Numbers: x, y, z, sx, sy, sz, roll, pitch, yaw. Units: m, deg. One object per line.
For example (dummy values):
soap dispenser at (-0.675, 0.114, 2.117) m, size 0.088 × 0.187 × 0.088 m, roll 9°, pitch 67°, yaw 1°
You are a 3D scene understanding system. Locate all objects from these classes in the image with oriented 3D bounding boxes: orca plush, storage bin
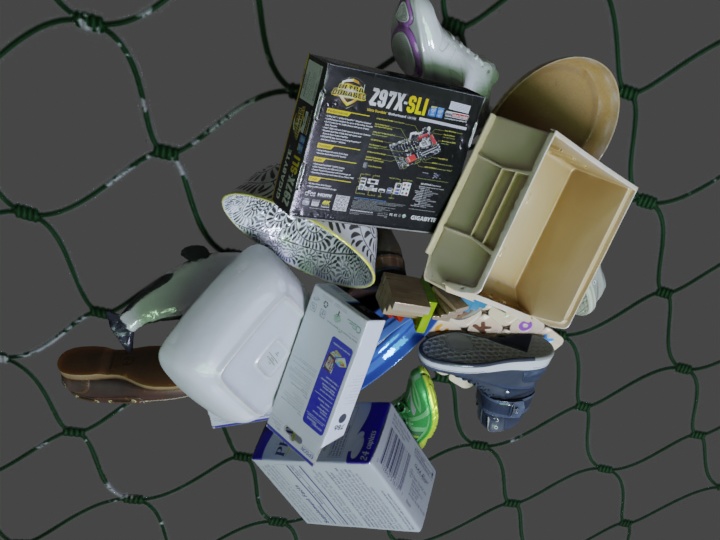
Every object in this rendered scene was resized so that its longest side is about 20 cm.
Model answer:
orca plush at (-0.214, 0.040, 1.254) m, size 0.200 × 0.105 × 0.071 m, roll -39°, pitch 169°, yaw -5°
storage bin at (0.190, -0.046, 1.116) m, size 0.199 × 0.093 × 0.200 m, roll 19°, pitch 98°, yaw -49°

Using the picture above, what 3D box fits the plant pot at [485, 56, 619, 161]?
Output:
plant pot at (0.218, -0.164, 1.170) m, size 0.198 × 0.028 × 0.201 m, roll -18°, pitch 133°, yaw -20°

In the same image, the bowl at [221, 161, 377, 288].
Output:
bowl at (-0.054, -0.071, 1.158) m, size 0.199 × 0.095 × 0.201 m, roll 25°, pitch 162°, yaw 8°

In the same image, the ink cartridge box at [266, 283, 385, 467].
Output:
ink cartridge box at (-0.045, 0.126, 1.204) m, size 0.039 × 0.099 × 0.201 m, roll 2°, pitch 115°, yaw -49°

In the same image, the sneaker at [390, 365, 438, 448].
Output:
sneaker at (0.061, 0.224, 1.460) m, size 0.083 × 0.074 × 0.201 m, roll 2°, pitch 129°, yaw -18°

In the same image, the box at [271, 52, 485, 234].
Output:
box at (0.020, -0.127, 1.039) m, size 0.198 × 0.049 × 0.161 m, roll 4°, pitch 110°, yaw -32°

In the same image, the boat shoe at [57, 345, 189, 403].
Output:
boat shoe at (-0.298, 0.142, 1.309) m, size 0.198 × 0.071 × 0.071 m, roll 4°, pitch 133°, yaw 13°

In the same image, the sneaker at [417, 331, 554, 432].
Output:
sneaker at (0.163, 0.163, 1.408) m, size 0.200 × 0.077 × 0.147 m, roll 4°, pitch 126°, yaw -18°

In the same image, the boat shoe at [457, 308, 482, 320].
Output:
boat shoe at (0.158, -0.026, 1.279) m, size 0.071 × 0.076 × 0.201 m, roll 23°, pitch 113°, yaw -23°

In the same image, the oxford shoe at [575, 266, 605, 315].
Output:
oxford shoe at (0.283, -0.033, 1.307) m, size 0.058 × 0.075 × 0.201 m, roll -42°, pitch 129°, yaw -31°

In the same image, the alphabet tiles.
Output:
alphabet tiles at (0.191, 0.090, 1.414) m, size 0.195 × 0.015 × 0.200 m, roll 33°, pitch 117°, yaw -34°

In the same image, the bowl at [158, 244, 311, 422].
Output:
bowl at (-0.131, 0.090, 1.221) m, size 0.200 × 0.074 × 0.200 m, roll -50°, pitch 144°, yaw -13°

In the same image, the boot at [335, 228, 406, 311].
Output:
boot at (0.000, 0.000, 1.273) m, size 0.074 × 0.098 × 0.200 m, roll 7°, pitch 152°, yaw -26°

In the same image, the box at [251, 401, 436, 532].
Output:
box at (-0.020, 0.279, 1.421) m, size 0.198 × 0.105 × 0.185 m, roll -4°, pitch 136°, yaw 29°

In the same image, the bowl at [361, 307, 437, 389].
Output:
bowl at (0.021, 0.098, 1.300) m, size 0.200 × 0.039 × 0.201 m, roll -37°, pitch 164°, yaw -12°

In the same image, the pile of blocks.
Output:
pile of blocks at (0.100, 0.041, 1.195) m, size 0.199 × 0.082 × 0.063 m, roll -9°, pitch 132°, yaw -38°

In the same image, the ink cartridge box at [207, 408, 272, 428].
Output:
ink cartridge box at (-0.171, 0.128, 1.348) m, size 0.098 × 0.039 × 0.201 m, roll -8°, pitch 129°, yaw -5°

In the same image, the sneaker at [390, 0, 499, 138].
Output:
sneaker at (0.096, -0.232, 1.105) m, size 0.099 × 0.075 × 0.201 m, roll -33°, pitch 130°, yaw -9°
